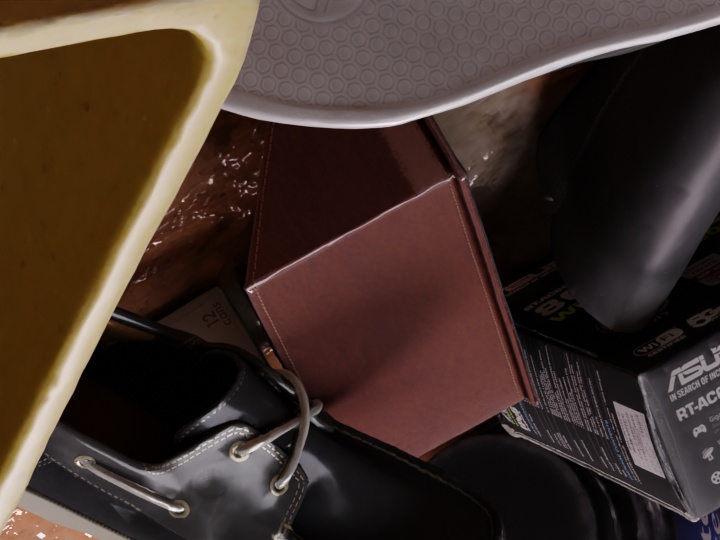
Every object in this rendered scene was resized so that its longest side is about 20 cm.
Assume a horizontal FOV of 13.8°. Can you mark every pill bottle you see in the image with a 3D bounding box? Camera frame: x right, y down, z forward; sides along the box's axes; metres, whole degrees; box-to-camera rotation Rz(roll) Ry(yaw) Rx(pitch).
[{"bbox_3d":[0.088,0.116,1.244,0.112,0.112,0.200,-39,162,14],"label":"pill bottle"}]

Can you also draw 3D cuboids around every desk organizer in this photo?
[{"bbox_3d":[0.000,0.000,1.003,0.077,0.072,0.200,-28,155,-3],"label":"desk organizer"}]

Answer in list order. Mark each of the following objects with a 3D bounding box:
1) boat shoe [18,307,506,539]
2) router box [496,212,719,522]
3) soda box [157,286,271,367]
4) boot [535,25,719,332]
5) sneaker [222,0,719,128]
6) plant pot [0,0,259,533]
[{"bbox_3d":[-0.041,0.061,0.957,0.200,0.072,0.068,22,138,-11],"label":"boat shoe"},{"bbox_3d":[0.157,0.006,1.101,0.200,0.062,0.150,-28,-162,-17],"label":"router box"},{"bbox_3d":[-0.042,0.082,1.105,0.064,0.068,0.200,-31,156,-3],"label":"soda box"},{"bbox_3d":[0.119,-0.051,0.961,0.066,0.165,0.200,24,132,-14],"label":"boot"},{"bbox_3d":[0.032,-0.084,0.885,0.200,0.071,0.099,-11,-177,-1],"label":"sneaker"},{"bbox_3d":[-0.173,-0.046,0.557,0.195,0.200,0.194,-14,150,-36],"label":"plant pot"}]
